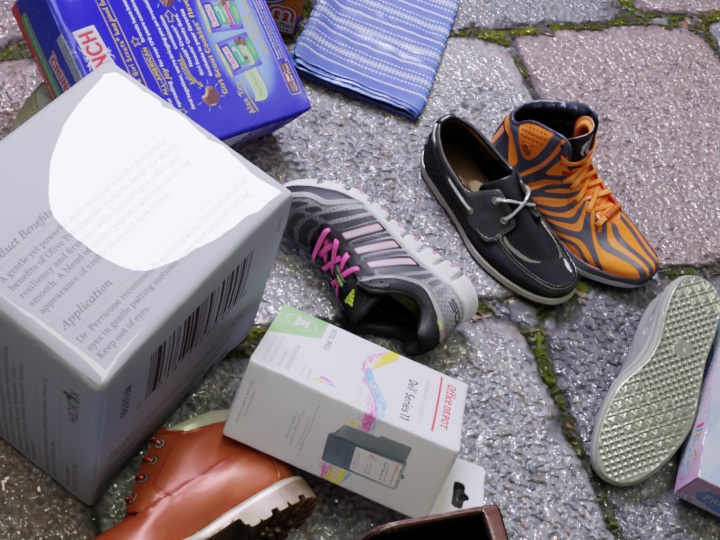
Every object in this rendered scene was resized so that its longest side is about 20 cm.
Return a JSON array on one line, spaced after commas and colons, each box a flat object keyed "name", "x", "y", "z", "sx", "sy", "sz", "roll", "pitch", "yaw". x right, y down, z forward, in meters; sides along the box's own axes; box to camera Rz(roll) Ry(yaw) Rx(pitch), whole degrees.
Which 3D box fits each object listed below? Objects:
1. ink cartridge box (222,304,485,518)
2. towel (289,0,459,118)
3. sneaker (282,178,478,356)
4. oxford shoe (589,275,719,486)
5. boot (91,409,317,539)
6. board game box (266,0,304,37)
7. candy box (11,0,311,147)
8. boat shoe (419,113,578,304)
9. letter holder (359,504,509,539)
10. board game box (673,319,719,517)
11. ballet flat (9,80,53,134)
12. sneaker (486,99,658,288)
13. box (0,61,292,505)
[{"name": "ink cartridge box", "x": 0.012, "y": 0.109, "z": 0.783, "sx": 0.199, "sy": 0.068, "sz": 0.117, "roll": 24, "pitch": 20, "yaw": 0}, {"name": "towel", "x": 0.018, "y": -0.248, "z": 1.093, "sx": 0.144, "sy": 0.024, "sz": 0.201, "roll": 21, "pitch": 53, "yaw": -2}, {"name": "sneaker", "x": 0.000, "y": 0.000, "z": 0.881, "sx": 0.199, "sy": 0.074, "sz": 0.088, "roll": 35, "pitch": 47, "yaw": 3}, {"name": "oxford shoe", "x": 0.249, "y": 0.095, "z": 0.904, "sx": 0.075, "sy": 0.058, "sz": 0.201, "roll": 31, "pitch": 68, "yaw": -3}, {"name": "boot", "x": -0.139, "y": 0.166, "z": 0.732, "sx": 0.199, "sy": 0.075, "sz": 0.107, "roll": -21, "pitch": 60, "yaw": -37}, {"name": "board game box", "x": -0.130, "y": -0.388, "z": 1.037, "sx": 0.198, "sy": 0.200, "sz": 0.201, "roll": 12, "pitch": 54, "yaw": -8}, {"name": "candy box", "x": -0.165, "y": -0.179, "z": 0.907, "sx": 0.199, "sy": 0.077, "sz": 0.170, "roll": -24, "pitch": 90, "yaw": -39}, {"name": "boat shoe", "x": 0.126, "y": -0.055, "z": 0.962, "sx": 0.072, "sy": 0.068, "sz": 0.200, "roll": -28, "pitch": 71, "yaw": -25}, {"name": "letter holder", "x": 0.002, "y": 0.234, "z": 0.639, "sx": 0.141, "sy": 0.201, "sz": 0.101, "roll": -4, "pitch": 57, "yaw": -18}, {"name": "board game box", "x": 0.377, "y": 0.143, "z": 0.906, "sx": 0.199, "sy": 0.043, "sz": 0.200, "roll": 27, "pitch": 52, "yaw": -2}, {"name": "ballet flat", "x": -0.242, "y": -0.171, "z": 0.937, "sx": 0.067, "sy": 0.063, "sz": 0.201, "roll": 27, "pitch": 53, "yaw": 3}, {"name": "sneaker", "x": 0.201, "y": -0.076, "z": 0.969, "sx": 0.200, "sy": 0.112, "sz": 0.078, "roll": 40, "pitch": 55, "yaw": 13}, {"name": "box", "x": -0.183, "y": 0.011, "z": 0.741, "sx": 0.171, "sy": 0.200, "sz": 0.199, "roll": 36, "pitch": 54, "yaw": 7}]
